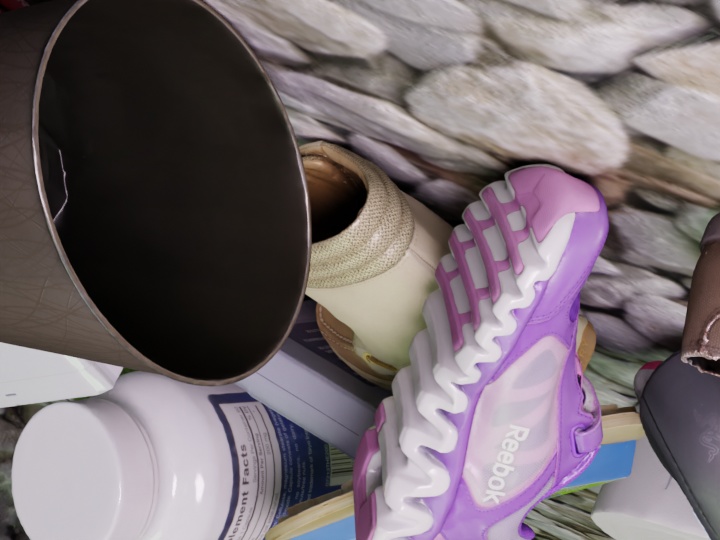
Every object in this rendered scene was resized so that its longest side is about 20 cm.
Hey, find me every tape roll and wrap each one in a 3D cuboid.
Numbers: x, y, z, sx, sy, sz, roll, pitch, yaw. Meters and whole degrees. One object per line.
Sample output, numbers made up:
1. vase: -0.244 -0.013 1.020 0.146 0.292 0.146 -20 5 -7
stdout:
1. tape roll: 0.236 0.147 1.175 0.202 0.071 0.202 23 169 5

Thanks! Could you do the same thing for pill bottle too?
1. pill bottle: -0.089 0.109 1.114 0.111 0.111 0.200 14 -172 37

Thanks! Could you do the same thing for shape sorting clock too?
1. shape sorting clock: 0.048 0.103 1.010 0.199 0.039 0.200 -13 170 -2

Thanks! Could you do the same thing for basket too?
1. basket: -0.148 -0.036 0.840 0.199 0.136 0.180 3 144 35

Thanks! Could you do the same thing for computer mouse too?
1. computer mouse: 0.228 0.109 0.946 0.200 0.140 0.046 57 -163 -9

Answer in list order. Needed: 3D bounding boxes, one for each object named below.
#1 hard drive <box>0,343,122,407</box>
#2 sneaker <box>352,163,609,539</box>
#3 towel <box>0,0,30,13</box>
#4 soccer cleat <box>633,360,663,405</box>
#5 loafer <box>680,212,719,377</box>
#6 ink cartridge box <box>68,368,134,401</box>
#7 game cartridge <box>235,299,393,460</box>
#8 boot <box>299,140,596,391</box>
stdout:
1. hard drive: -0.224 -0.005 1.011 0.132 0.026 0.200 -9 133 36
2. sneaker: 0.066 0.045 0.851 0.088 0.201 0.081 15 -146 -13
3. towel: -0.170 -0.048 0.968 0.145 0.023 0.200 40 141 -20
4. soccer cleat: 0.219 0.111 1.001 0.199 0.087 0.070 24 169 -2
5. loafer: 0.202 0.056 0.756 0.200 0.071 0.073 31 168 8
6. ink cartridge box: -0.151 0.050 1.278 0.200 0.076 0.148 44 176 31
7. game cartridge: 0.006 0.061 1.121 0.133 0.041 0.200 26 -169 22
8. boot: 0.000 0.000 0.970 0.155 0.073 0.200 34 171 -29
